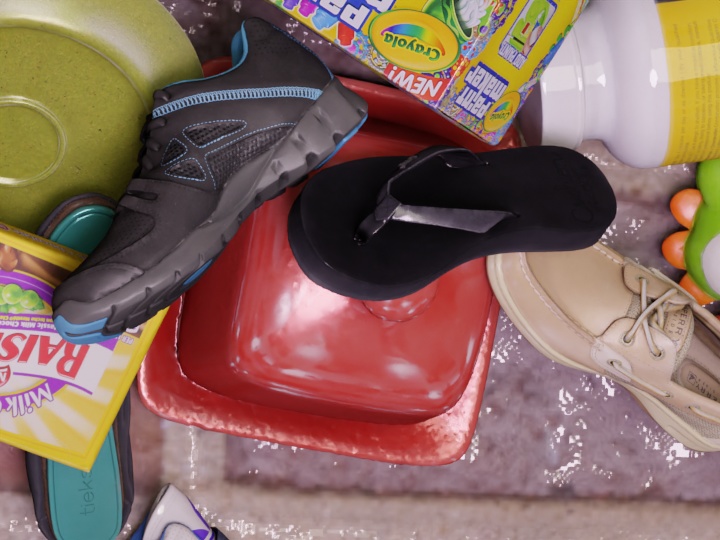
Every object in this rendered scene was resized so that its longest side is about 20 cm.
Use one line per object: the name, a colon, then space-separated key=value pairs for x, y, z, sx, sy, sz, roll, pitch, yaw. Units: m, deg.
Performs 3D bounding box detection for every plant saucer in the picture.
plant saucer: x=-0.176 y=-0.072 z=1.514 sx=0.199 sy=0.031 sz=0.201 roll=-3 pitch=129 yaw=-3

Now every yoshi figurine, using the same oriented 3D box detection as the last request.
yoshi figurine: x=0.246 y=0.023 z=1.681 sx=0.111 sy=0.112 sz=0.201 roll=-17 pitch=96 yaw=-32

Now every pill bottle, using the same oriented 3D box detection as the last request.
pill bottle: x=0.187 y=-0.116 z=1.638 sx=0.199 sy=0.112 sz=0.113 roll=-8 pitch=96 yaw=-8

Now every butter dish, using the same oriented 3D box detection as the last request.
butter dish: x=0.000 y=0.000 z=1.574 sx=0.198 sy=0.148 sz=0.201 roll=11 pitch=90 yaw=-17

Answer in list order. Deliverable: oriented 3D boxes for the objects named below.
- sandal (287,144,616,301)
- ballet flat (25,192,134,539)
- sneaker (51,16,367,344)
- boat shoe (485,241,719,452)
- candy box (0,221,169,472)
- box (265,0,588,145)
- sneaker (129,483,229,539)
sandal: x=0.046 y=-0.037 z=1.508 sx=0.199 sy=0.043 sz=0.076 roll=-14 pitch=61 yaw=-36
ballet flat: x=-0.149 y=0.047 z=1.557 sx=0.073 sy=0.073 sz=0.201 roll=-5 pitch=112 yaw=-17
sneaker: x=-0.089 y=-0.042 z=1.476 sx=0.082 sy=0.073 sz=0.200 roll=47 pitch=63 yaw=-1
boat shoe: x=0.151 y=0.030 z=1.591 sx=0.200 sy=0.065 sz=0.072 roll=38 pitch=61 yaw=-27
candy box: x=-0.199 y=0.022 z=1.472 sx=0.199 sy=0.026 sz=0.103 roll=22 pitch=102 yaw=-28
box: x=0.027 y=-0.202 z=1.521 sx=0.199 sy=0.122 sz=0.193 roll=33 pitch=94 yaw=18
sneaker: x=-0.053 y=0.173 z=1.601 sx=0.199 sy=0.081 sz=0.147 roll=-22 pitch=103 yaw=-10
